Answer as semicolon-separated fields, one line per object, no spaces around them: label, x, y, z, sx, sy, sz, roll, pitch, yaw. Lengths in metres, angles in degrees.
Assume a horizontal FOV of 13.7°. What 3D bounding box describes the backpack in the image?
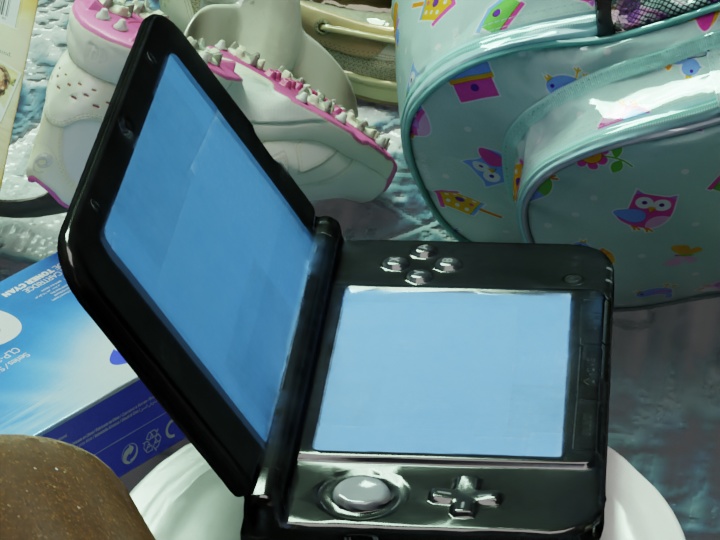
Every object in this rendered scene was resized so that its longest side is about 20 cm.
backpack;0.112;-0.072;1.239;0.199;0.176;0.154;-5;60;15

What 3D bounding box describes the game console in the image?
game console;0.000;0.000;1.040;0.175;0.117;0.200;1;29;6

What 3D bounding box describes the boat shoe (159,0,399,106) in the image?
boat shoe;0.001;-0.125;1.433;0.200;0.063;0.073;8;32;14

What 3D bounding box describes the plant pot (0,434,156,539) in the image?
plant pot;-0.089;0.181;0.842;0.186;0.187;0.200;-21;51;-30

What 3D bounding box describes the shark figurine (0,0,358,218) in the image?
shark figurine;-0.086;-0.069;1.357;0.089;0.128;0.215;-7;39;44

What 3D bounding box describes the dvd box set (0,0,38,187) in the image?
dvd box set;-0.213;-0.073;1.238;0.146;0.029;0.201;22;56;-24

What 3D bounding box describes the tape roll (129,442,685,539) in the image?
tape roll;0.012;0.123;1.016;0.201;0.071;0.203;-1;31;1

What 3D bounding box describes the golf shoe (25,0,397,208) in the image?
golf shoe;-0.065;-0.052;1.276;0.200;0.092;0.075;20;11;-48

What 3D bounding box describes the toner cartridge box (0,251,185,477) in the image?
toner cartridge box;-0.139;0.054;1.160;0.095;0.043;0.200;25;39;34
